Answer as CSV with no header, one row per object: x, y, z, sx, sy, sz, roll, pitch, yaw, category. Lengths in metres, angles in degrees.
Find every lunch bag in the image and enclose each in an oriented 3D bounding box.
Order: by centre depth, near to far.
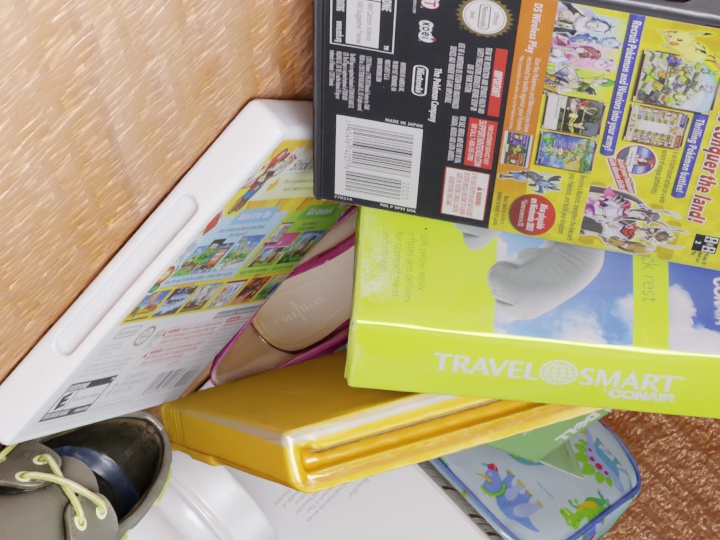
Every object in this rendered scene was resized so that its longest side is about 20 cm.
0.061,0.107,1.599,0.161,0.200,0.083,-27,157,-53,lunch bag

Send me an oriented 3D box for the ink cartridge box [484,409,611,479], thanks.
0.075,0.040,1.421,0.059,0.104,0.200,-36,147,23,ink cartridge box

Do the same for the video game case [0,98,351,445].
-0.067,-0.003,1.147,0.182,0.023,0.200,-47,169,14,video game case

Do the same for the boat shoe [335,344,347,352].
0.035,0.041,1.516,0.074,0.076,0.200,-4,171,39,boat shoe

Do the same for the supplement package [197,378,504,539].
-0.022,0.154,1.448,0.152,0.200,0.151,-44,170,0,supplement package

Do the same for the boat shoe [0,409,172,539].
-0.139,0.104,1.146,0.060,0.072,0.202,-48,175,16,boat shoe

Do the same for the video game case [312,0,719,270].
0.072,-0.065,0.994,0.200,0.180,0.026,92,9,-65,video game case

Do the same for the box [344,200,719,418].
0.096,0.000,1.103,0.048,0.199,0.122,98,-3,-49,box

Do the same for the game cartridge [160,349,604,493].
0.016,0.057,1.181,0.176,0.033,0.200,-15,-175,-19,game cartridge

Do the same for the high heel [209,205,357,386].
0.000,0.000,1.239,0.200,0.067,0.096,-23,-158,51,high heel

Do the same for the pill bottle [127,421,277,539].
-0.141,0.171,1.287,0.200,0.113,0.113,-44,170,-13,pill bottle
